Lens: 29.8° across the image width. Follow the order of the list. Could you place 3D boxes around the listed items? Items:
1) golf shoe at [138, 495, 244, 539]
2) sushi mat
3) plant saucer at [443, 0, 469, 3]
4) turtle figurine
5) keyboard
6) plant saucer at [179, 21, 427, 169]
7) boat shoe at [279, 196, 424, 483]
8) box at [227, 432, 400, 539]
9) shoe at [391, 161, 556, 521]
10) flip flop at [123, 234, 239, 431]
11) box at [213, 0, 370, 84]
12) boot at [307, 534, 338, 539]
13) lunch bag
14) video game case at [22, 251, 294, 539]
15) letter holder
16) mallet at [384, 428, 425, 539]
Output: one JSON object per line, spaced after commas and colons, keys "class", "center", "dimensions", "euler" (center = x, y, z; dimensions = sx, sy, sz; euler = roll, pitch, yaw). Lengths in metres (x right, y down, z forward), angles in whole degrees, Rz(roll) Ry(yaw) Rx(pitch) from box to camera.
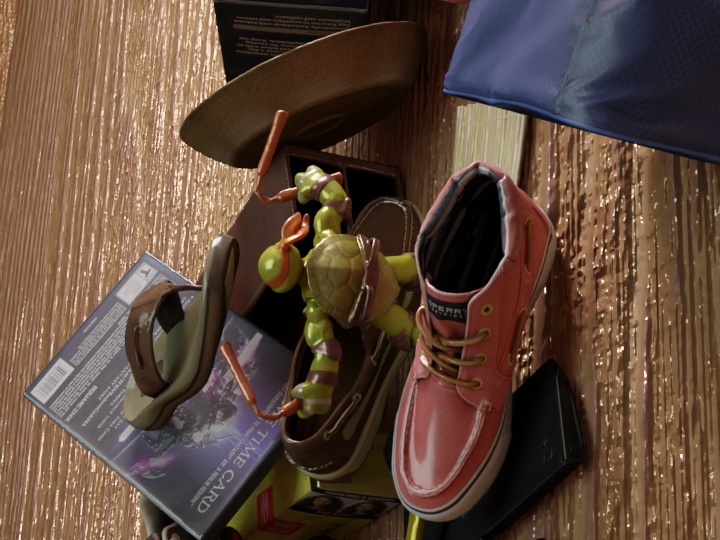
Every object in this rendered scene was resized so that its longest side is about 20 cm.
{"class": "golf shoe", "center": [-0.123, 0.228, 0.916], "dimensions": [0.077, 0.088, 0.200], "euler": [-37, 24, 7]}
{"class": "sushi mat", "center": [0.076, -0.017, 0.897], "dimensions": [0.096, 0.012, 0.201], "euler": [-7, 73, 64]}
{"class": "plant saucer", "center": [0.098, -0.278, 0.918], "dimensions": [0.200, 0.051, 0.202], "euler": [142, 133, -56]}
{"class": "turtle figurine", "center": [0.000, 0.000, 0.840], "dimensions": [0.064, 0.161, 0.201], "euler": [-31, 52, 53]}
{"class": "keyboard", "center": [0.077, 0.151, 0.813], "dimensions": [0.200, 0.021, 0.128], "euler": [126, 152, -46]}
{"class": "plant saucer", "center": [-0.036, -0.121, 1.005], "dimensions": [0.200, 0.200, 0.036], "euler": [-35, 76, 58]}
{"class": "boat shoe", "center": [-0.003, 0.036, 0.896], "dimensions": [0.074, 0.075, 0.203], "euler": [5, 69, 25]}
{"class": "box", "center": [-0.042, 0.172, 1.003], "dimensions": [0.200, 0.075, 0.050], "euler": [-42, 43, 52]}
{"class": "shoe", "center": [0.054, 0.040, 0.774], "dimensions": [0.071, 0.091, 0.201], "euler": [14, 78, 28]}
{"class": "flip flop", "center": [-0.128, 0.043, 0.879], "dimensions": [0.200, 0.057, 0.081], "euler": [-46, 27, 52]}
{"class": "box", "center": [-0.046, -0.254, 1.065], "dimensions": [0.200, 0.117, 0.198], "euler": [99, 175, -76]}
{"class": "boot", "center": [-0.050, 0.305, 0.971], "dimensions": [0.077, 0.139, 0.200], "euler": [16, 55, 40]}
{"class": "lunch bag", "center": [0.139, -0.128, 0.651], "dimensions": [0.200, 0.135, 0.133], "euler": [30, 108, 65]}
{"class": "video game case", "center": [-0.133, 0.086, 0.973], "dimensions": [0.200, 0.019, 0.143], "euler": [32, 75, 30]}
{"class": "letter holder", "center": [-0.047, 0.025, 1.049], "dimensions": [0.200, 0.100, 0.143], "euler": [-52, 37, 46]}
{"class": "mallet", "center": [0.026, 0.191, 0.845], "dimensions": [0.066, 0.041, 0.201], "euler": [-165, 87, -69]}
